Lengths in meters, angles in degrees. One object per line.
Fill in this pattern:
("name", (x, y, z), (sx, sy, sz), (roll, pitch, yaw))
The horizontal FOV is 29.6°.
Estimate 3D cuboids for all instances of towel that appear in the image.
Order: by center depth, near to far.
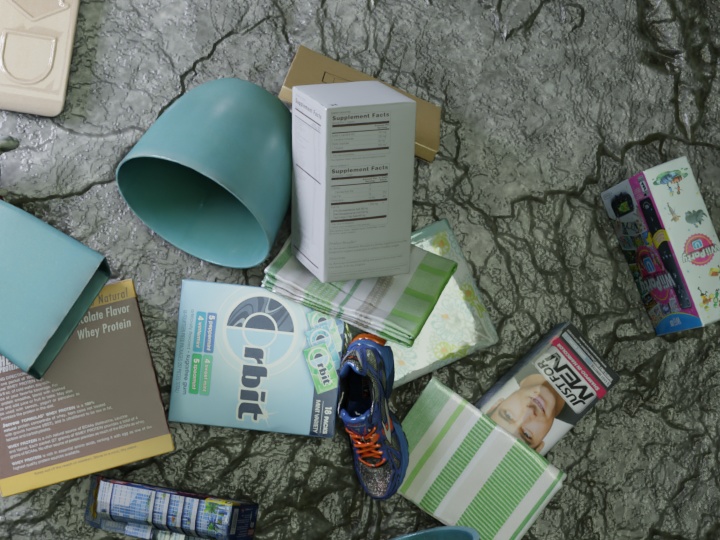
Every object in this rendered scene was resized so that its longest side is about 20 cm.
("towel", (0.000, 0.000, 1.620), (0.199, 0.031, 0.149), (21, 51, 13))
("towel", (0.129, 0.244, 1.648), (0.200, 0.023, 0.153), (35, 110, 5))
("towel", (0.051, 0.048, 1.691), (0.199, 0.048, 0.172), (-23, 90, -11))

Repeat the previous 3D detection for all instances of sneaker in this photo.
("sneaker", (0.005, 0.179, 1.616), (0.075, 0.078, 0.201), (-6, 101, 26))

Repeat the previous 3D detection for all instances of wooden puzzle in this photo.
("wooden puzzle", (-0.438, -0.296, 1.652), (0.184, 0.046, 0.201), (8, 87, -8))

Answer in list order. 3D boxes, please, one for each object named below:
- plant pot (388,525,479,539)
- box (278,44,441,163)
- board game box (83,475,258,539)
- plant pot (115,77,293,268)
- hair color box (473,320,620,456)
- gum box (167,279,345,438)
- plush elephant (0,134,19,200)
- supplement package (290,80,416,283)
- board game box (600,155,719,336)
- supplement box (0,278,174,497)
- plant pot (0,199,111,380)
("plant pot", (0.073, 0.428, 1.586), (0.199, 0.200, 0.197), (-20, 96, -11))
("box", (0.004, -0.205, 1.663), (0.199, 0.164, 0.021), (22, 116, -6))
("board game box", (-0.231, 0.279, 1.563), (0.199, 0.200, 0.062), (8, 81, 6))
("plant pot", (-0.160, -0.127, 1.605), (0.200, 0.201, 0.161), (31, 62, -5))
("hair color box", (0.216, 0.167, 1.697), (0.200, 0.061, 0.099), (-43, 92, -11))
("gum box", (-0.121, 0.105, 1.631), (0.199, 0.045, 0.171), (6, 90, -1))
("plush elephant", (-0.455, -0.071, 1.579), (0.201, 0.164, 0.155), (60, 36, -31))
("supplement package", (-0.010, -0.102, 1.538), (0.109, 0.114, 0.201), (-7, 112, -22))
("board game box", (0.387, -0.027, 1.703), (0.064, 0.148, 0.201), (-21, 87, -12))
("supplement box", (-0.333, 0.135, 1.571), (0.196, 0.133, 0.201), (-14, 86, -11))
("plant pot", (-0.388, -0.001, 1.439), (0.199, 0.141, 0.142), (33, 79, -3))
